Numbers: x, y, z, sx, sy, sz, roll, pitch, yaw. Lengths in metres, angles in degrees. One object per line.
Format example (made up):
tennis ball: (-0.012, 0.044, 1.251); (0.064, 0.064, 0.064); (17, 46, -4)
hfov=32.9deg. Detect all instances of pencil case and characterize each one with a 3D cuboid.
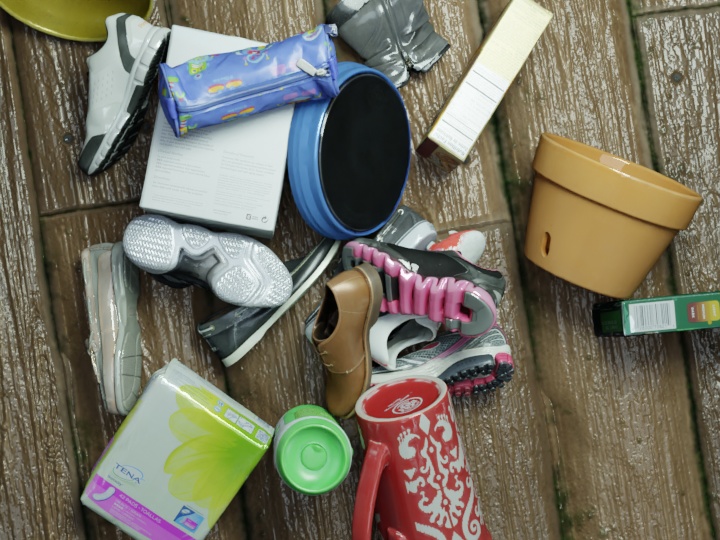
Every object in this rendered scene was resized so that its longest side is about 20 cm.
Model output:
pencil case: (-0.114, -0.199, 1.277); (0.197, 0.087, 0.079); (-15, 110, -5)

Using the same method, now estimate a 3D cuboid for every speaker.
speaker: (-0.056, 0.198, 1.362); (0.087, 0.200, 0.090); (0, 88, -5)

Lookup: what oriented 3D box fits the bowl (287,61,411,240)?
bowl: (-0.007, -0.135, 1.389); (0.039, 0.200, 0.204); (8, 86, 35)

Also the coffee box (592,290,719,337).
coffee box: (0.388, 0.050, 1.446); (0.197, 0.123, 0.045); (-5, 87, -7)

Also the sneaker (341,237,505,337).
sneaker: (0.075, 0.005, 1.380); (0.198, 0.080, 0.095); (22, 42, 19)

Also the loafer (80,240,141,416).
loafer: (-0.293, 0.068, 1.419); (0.062, 0.072, 0.203); (-3, 83, 11)

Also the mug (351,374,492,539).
mug: (0.063, 0.240, 1.356); (0.131, 0.178, 0.203); (-7, 109, 16)

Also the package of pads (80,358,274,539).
package of pads: (-0.211, 0.218, 1.387); (0.154, 0.068, 0.201); (35, 107, -4)

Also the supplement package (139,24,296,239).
supplement package: (-0.154, -0.152, 1.390); (0.149, 0.151, 0.203); (10, 87, -4)

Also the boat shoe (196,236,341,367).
boat shoe: (-0.105, 0.022, 1.429); (0.200, 0.072, 0.068); (-43, 92, -2)

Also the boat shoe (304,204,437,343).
boat shoe: (0.000, 0.000, 1.445); (0.200, 0.070, 0.066); (-44, 72, 0)

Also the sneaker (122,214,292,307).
sneaker: (-0.172, -0.007, 1.401); (0.197, 0.114, 0.076); (19, 82, -2)

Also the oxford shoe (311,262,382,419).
oxford shoe: (-0.027, 0.086, 1.380); (0.071, 0.071, 0.203); (-15, 126, -31)

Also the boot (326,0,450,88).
boot: (0.068, -0.315, 1.464); (0.200, 0.070, 0.132); (-41, 95, 6)

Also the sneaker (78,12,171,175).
sneaker: (-0.285, -0.204, 1.403); (0.079, 0.074, 0.202); (30, 109, 3)

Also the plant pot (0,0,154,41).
plant pot: (-0.321, -0.379, 1.379); (0.197, 0.201, 0.144); (8, 63, -5)

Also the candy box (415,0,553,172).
candy box: (0.143, -0.219, 1.435); (0.055, 0.115, 0.202); (31, 86, -2)

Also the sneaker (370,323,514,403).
sneaker: (0.082, 0.117, 1.447); (0.197, 0.081, 0.075); (-14, 53, 5)

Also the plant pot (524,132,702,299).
plant pot: (0.278, -0.058, 1.414); (0.197, 0.200, 0.142); (19, 102, -4)

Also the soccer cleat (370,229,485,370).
soccer cleat: (0.081, 0.035, 1.429); (0.199, 0.085, 0.069); (-41, 135, -5)
